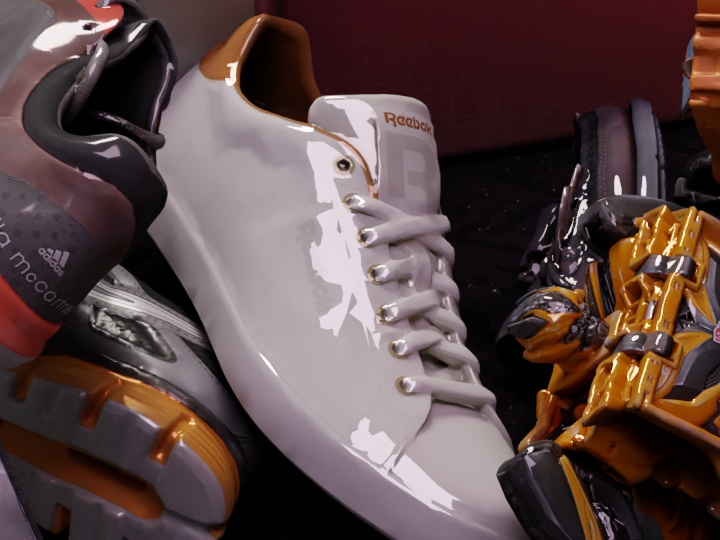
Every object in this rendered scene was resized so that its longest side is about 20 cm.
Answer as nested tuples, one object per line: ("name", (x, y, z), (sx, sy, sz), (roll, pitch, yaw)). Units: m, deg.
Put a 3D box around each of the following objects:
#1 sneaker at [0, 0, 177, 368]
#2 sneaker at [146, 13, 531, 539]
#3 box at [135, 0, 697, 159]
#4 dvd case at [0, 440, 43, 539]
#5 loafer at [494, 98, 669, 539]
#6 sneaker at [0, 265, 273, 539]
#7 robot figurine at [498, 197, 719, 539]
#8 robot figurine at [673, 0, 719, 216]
("sneaker", (-0.084, -0.044, 0.811), (0.082, 0.077, 0.200), (-33, 30, 8))
("sneaker", (0.000, 0.000, 0.833), (0.073, 0.085, 0.200), (13, 32, -51))
("box", (0.010, -0.115, 0.959), (0.199, 0.109, 0.128), (-9, 51, -10))
("dvd case", (-0.148, 0.100, 0.742), (0.146, 0.022, 0.201), (-23, 82, -15))
("loafer", (0.065, 0.030, 0.868), (0.063, 0.072, 0.201), (-2, 55, 5))
("sneaker", (-0.112, 0.021, 0.872), (0.200, 0.078, 0.077), (28, 40, 16))
("robot figurine", (0.129, 0.059, 0.793), (0.200, 0.058, 0.145), (34, 49, -16))
("robot figurine", (0.161, -0.041, 0.856), (0.144, 0.200, 0.058), (5, 82, 15))
